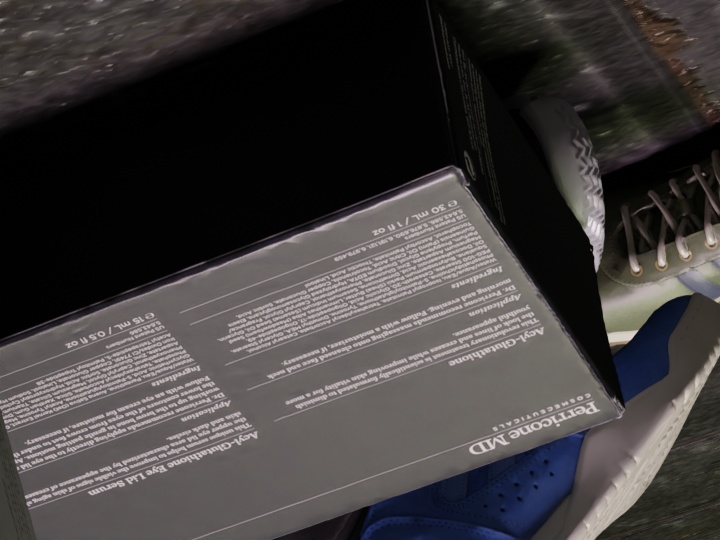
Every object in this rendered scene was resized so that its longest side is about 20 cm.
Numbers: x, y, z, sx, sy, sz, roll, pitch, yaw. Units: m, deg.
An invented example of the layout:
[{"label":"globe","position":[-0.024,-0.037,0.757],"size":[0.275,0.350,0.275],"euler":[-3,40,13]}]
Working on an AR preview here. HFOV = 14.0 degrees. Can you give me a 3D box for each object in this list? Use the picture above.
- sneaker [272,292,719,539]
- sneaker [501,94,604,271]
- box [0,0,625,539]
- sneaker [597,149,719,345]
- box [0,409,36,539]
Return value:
[{"label":"sneaker","position":[0.040,0.057,1.019],"size":[0.200,0.111,0.077],"euler":[-49,166,-28]},{"label":"sneaker","position":[0.000,0.000,1.014],"size":[0.113,0.076,0.200],"euler":[-13,170,-28]},{"label":"box","position":[-0.038,0.014,0.906],"size":[0.199,0.079,0.141],"euler":[-20,138,15]},{"label":"sneaker","position":[0.150,-0.030,1.151],"size":[0.199,0.067,0.090],"euler":[-12,153,0]},{"label":"box","position":[-0.186,0.055,0.704],"size":[0.199,0.200,0.171],"euler":[-16,168,-5]}]
